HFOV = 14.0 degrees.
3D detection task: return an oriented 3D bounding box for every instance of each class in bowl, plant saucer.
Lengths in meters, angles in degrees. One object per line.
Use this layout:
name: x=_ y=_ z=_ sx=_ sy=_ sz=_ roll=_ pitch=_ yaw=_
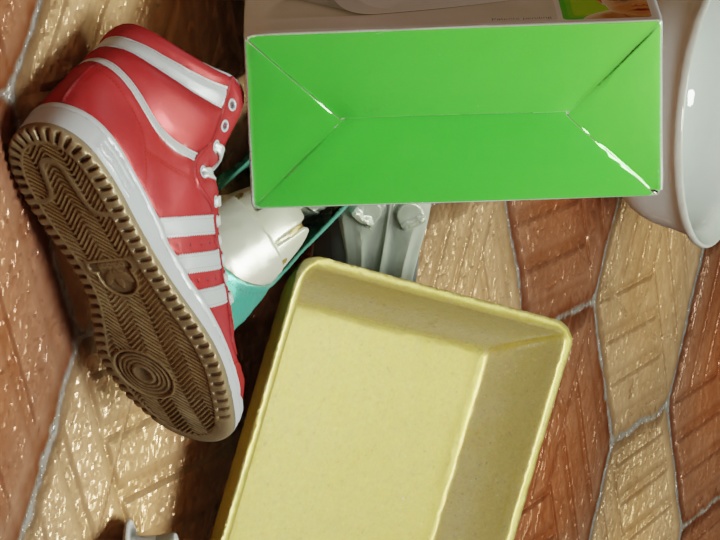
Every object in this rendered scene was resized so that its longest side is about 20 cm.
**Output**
bowl: x=0.220 y=-0.121 z=2.112 sx=0.201 sy=0.090 sz=0.202 roll=9 pitch=90 yaw=-68
plant saucer: x=0.004 y=0.102 z=1.573 sx=0.200 sy=0.048 sz=0.201 roll=15 pitch=92 yaw=-39

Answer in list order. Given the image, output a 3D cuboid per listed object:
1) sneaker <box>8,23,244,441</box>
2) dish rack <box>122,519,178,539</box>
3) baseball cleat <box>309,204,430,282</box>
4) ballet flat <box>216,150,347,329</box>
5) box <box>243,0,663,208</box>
sneaker: x=-0.088 y=-0.022 z=1.381 sx=0.113 sy=0.071 sz=0.200 roll=-60 pitch=139 yaw=-41
dish rack: x=-0.088 y=0.231 z=1.425 sx=0.200 sy=0.043 sz=0.172 roll=-95 pitch=177 yaw=-63
baseball cleat: x=0.000 y=0.000 z=1.636 sx=0.107 sy=0.070 sz=0.201 roll=-103 pitch=-152 yaw=-61
ballet flat: x=-0.050 y=-0.030 z=1.488 sx=0.067 sy=0.070 sz=0.200 roll=50 pitch=34 yaw=-8
box: x=0.042 y=-0.108 z=1.456 sx=0.177 sy=0.199 sz=0.097 roll=-92 pitch=180 yaw=-63
